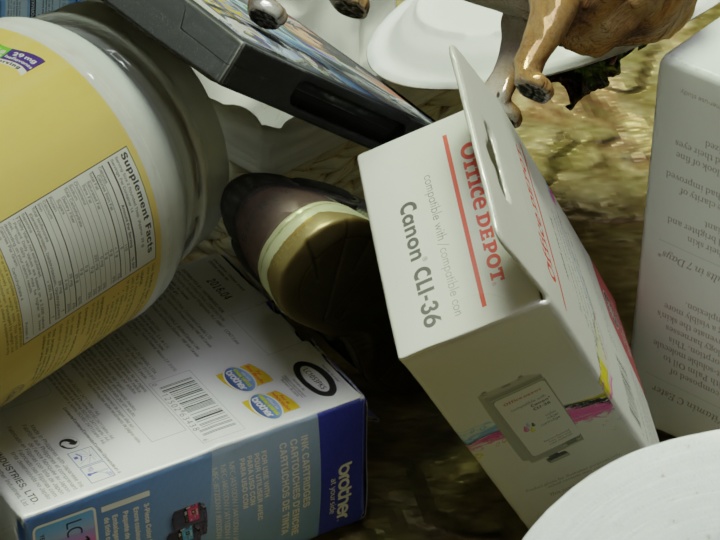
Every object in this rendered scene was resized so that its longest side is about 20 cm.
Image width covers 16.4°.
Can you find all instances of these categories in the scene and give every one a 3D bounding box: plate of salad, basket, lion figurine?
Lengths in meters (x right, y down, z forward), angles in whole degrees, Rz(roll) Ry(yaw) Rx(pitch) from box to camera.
[{"bbox_3d":[0.100,-0.125,1.194,0.200,0.048,0.200,-16,24,7],"label":"plate of salad"},{"bbox_3d":[-0.026,-0.079,1.290,0.135,0.124,0.200,30,44,32],"label":"basket"},{"bbox_3d":[0.047,-0.136,1.058,0.200,0.072,0.123,26,68,-5],"label":"lion figurine"}]

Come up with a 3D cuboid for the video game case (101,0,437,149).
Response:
[{"bbox_3d":[-0.070,-0.118,1.124,0.200,0.026,0.181,38,10,32],"label":"video game case"}]

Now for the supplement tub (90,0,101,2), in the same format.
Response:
[{"bbox_3d":[-0.121,-0.183,1.410,0.144,0.145,0.200,6,33,4],"label":"supplement tub"}]

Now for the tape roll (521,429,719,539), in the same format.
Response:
[{"bbox_3d":[0.144,0.162,0.934,0.200,0.066,0.201,-3,62,6],"label":"tape roll"}]

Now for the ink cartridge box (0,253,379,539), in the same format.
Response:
[{"bbox_3d":[-0.088,0.070,1.115,0.200,0.077,0.136,-20,40,-25],"label":"ink cartridge box"}]

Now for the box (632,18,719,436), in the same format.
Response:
[{"bbox_3d":[0.216,-0.006,1.121,0.152,0.200,0.106,27,43,30],"label":"box"}]

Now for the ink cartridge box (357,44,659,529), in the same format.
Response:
[{"bbox_3d":[0.058,0.013,1.040,0.067,0.200,0.117,-23,48,12],"label":"ink cartridge box"}]

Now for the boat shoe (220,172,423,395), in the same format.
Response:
[{"bbox_3d":[-0.001,0.001,1.133,0.072,0.201,0.066,-45,63,6],"label":"boat shoe"}]

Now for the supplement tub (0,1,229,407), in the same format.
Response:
[{"bbox_3d":[-0.165,-0.020,1.050,0.145,0.146,0.200,25,42,29],"label":"supplement tub"}]

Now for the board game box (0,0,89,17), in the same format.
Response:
[{"bbox_3d":[-0.243,-0.144,1.311,0.199,0.152,0.037,8,33,2],"label":"board game box"}]
